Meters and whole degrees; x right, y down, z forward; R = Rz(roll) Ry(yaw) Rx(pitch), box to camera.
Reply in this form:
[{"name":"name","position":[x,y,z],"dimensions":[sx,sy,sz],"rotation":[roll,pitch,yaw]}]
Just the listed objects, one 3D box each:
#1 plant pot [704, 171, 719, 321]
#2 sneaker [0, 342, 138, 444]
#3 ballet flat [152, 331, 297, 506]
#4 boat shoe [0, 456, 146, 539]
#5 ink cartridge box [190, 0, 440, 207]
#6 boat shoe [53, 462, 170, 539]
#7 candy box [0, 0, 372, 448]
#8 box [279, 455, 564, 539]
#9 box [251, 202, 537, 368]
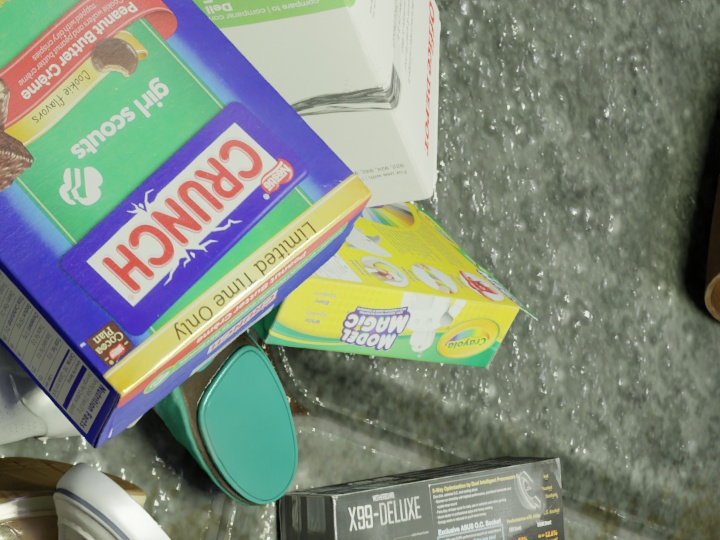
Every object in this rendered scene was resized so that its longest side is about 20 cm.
[{"name":"plant pot","position":[0.324,-0.077,1.597],"dimensions":[0.186,0.186,0.201],"rotation":[21,59,-41]},{"name":"sneaker","position":[-0.191,0.064,1.162],"dimensions":[0.089,0.075,0.200],"rotation":[-55,147,10]},{"name":"ballet flat","position":[-0.094,0.046,1.239],"dimensions":[0.067,0.070,0.201],"rotation":[-49,136,-23]},{"name":"boat shoe","position":[-0.194,0.135,1.152],"dimensions":[0.199,0.071,0.065],"rotation":[-3,103,-42]},{"name":"ink cartridge box","position":[-0.022,-0.148,1.230],"dimensions":[0.200,0.083,0.146],"rotation":[65,22,-49]},{"name":"boat shoe","position":[-0.117,0.181,1.153],"dimensions":[0.070,0.071,0.201],"rotation":[-44,140,-24]},{"name":"candy box","position":[-0.125,-0.047,1.119],"dimensions":[0.169,0.077,0.200],"rotation":[-40,83,-27]},{"name":"box","position":[0.043,0.199,1.384],"dimensions":[0.199,0.050,0.159],"rotation":[-5,92,-44]},{"name":"box","position":[0.000,0.000,1.307],"dimensions":[0.199,0.117,0.049],"rotation":[6,119,-42]}]
